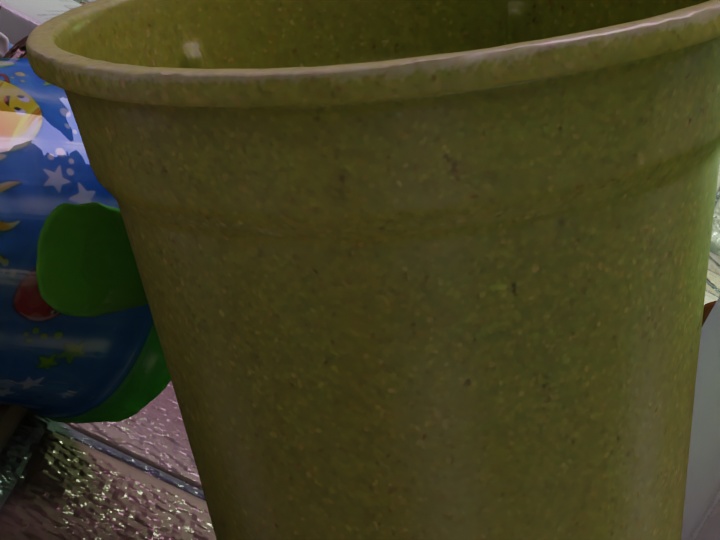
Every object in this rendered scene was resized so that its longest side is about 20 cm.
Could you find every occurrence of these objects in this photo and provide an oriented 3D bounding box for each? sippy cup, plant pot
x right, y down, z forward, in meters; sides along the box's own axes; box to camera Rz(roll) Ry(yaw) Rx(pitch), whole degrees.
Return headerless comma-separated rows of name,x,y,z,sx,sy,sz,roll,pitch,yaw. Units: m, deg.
sippy cup,-0.140,-0.014,0.578,0.130,0.178,0.140,2,60,-43
plant pot,0.019,0.012,0.481,0.200,0.185,0.200,-5,18,2

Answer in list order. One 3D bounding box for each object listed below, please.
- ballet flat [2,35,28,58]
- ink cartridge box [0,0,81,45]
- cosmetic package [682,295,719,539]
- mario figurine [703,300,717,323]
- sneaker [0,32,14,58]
ballet flat,-0.124,-0.126,0.956,0.067,0.046,0.200,40,36,21
ink cartridge box,-0.165,-0.104,1.057,0.200,0.084,0.145,28,11,6
cosmetic package,0.198,0.107,0.604,0.200,0.200,0.123,27,10,-2
mario figurine,0.129,0.080,0.814,0.200,0.106,0.124,-27,83,-51
sneaker,-0.263,-0.125,0.954,0.200,0.075,0.087,25,5,-13
